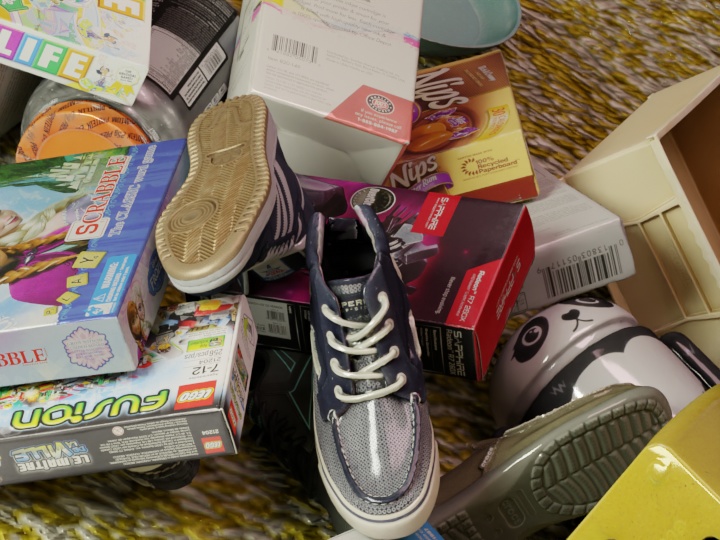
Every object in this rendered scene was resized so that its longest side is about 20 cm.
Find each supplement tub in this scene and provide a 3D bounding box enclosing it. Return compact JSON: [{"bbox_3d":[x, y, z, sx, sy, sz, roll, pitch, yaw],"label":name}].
[{"bbox_3d":[-0.155,-0.109,1.755,0.122,0.123,0.200,29,34,0],"label":"supplement tub"}]

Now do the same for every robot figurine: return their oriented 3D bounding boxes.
[{"bbox_3d":[0.175,0.107,1.704,0.200,0.125,0.150,47,17,25],"label":"robot figurine"}]

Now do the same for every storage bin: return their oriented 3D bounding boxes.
[{"bbox_3d":[0.258,-0.031,1.902,0.199,0.094,0.200,63,34,-9],"label":"storage bin"}]

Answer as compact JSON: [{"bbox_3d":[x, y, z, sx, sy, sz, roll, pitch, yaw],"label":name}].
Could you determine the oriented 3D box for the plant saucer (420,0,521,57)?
[{"bbox_3d":[0.037,-0.236,2.131,0.200,0.036,0.200,20,35,-14],"label":"plant saucer"}]

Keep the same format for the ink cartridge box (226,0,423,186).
[{"bbox_3d":[-0.023,-0.156,1.767,0.116,0.068,0.200,18,48,-12],"label":"ink cartridge box"}]

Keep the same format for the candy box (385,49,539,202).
[{"bbox_3d":[0.060,-0.094,1.856,0.116,0.057,0.200,-15,22,5],"label":"candy box"}]

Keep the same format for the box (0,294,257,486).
[{"bbox_3d":[-0.164,0.073,1.493,0.200,0.035,0.110,-9,34,11],"label":"box"}]

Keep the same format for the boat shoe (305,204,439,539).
[{"bbox_3d":[-0.001,0.054,1.513,0.075,0.093,0.200,-13,51,1],"label":"boat shoe"}]

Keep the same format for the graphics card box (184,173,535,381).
[{"bbox_3d":[0.000,0.000,1.659,0.200,0.051,0.126,8,44,18],"label":"graphics card box"}]

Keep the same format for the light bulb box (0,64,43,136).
[{"bbox_3d":[-0.309,-0.180,1.737,0.198,0.125,0.200,33,35,6],"label":"light bulb box"}]

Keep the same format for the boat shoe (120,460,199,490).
[{"bbox_3d":[-0.166,0.060,1.583,0.200,0.074,0.060,41,-9,32],"label":"boat shoe"}]

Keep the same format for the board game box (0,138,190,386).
[{"bbox_3d":[-0.211,-0.001,1.549,0.199,0.041,0.200,-8,31,15],"label":"board game box"}]

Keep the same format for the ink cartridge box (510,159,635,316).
[{"bbox_3d":[0.079,-0.017,1.788,0.162,0.057,0.200,-19,16,-11],"label":"ink cartridge box"}]

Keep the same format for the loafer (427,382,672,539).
[{"bbox_3d":[0.101,0.123,1.613,0.200,0.075,0.070,-28,35,-6],"label":"loafer"}]

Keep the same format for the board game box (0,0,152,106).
[{"bbox_3d":[-0.204,-0.199,1.694,0.134,0.034,0.200,18,36,-17],"label":"board game box"}]

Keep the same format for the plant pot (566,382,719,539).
[{"bbox_3d":[0.208,0.191,1.508,0.200,0.200,0.176,45,16,24],"label":"plant pot"}]

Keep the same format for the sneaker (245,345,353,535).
[{"bbox_3d":[-0.030,0.110,1.620,0.079,0.076,0.200,3,32,-17],"label":"sneaker"}]

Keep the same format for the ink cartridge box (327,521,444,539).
[{"bbox_3d":[-0.003,0.233,1.452,0.200,0.086,0.146,-17,54,-46],"label":"ink cartridge box"}]

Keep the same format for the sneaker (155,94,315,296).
[{"bbox_3d":[-0.067,-0.016,1.552,0.070,0.109,0.200,-15,29,13],"label":"sneaker"}]
